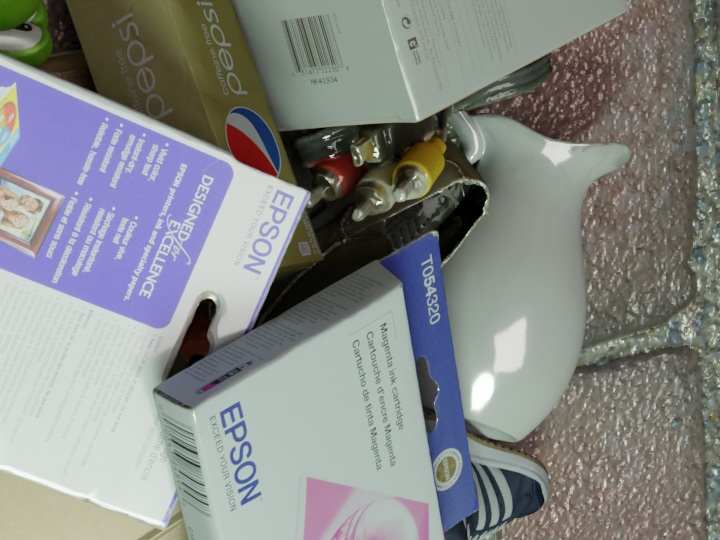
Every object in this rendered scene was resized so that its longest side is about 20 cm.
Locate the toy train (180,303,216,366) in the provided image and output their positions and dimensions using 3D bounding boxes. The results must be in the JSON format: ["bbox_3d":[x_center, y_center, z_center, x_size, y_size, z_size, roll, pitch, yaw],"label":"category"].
[{"bbox_3d":[-0.138,0.029,1.078,0.200,0.056,0.150,14,114,-28],"label":"toy train"}]

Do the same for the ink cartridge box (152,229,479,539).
[{"bbox_3d":[-0.006,0.106,1.016,0.200,0.043,0.197,-29,124,-30],"label":"ink cartridge box"}]

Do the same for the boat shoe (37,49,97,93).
[{"bbox_3d":[-0.192,-0.074,1.041,0.200,0.064,0.071,-19,110,-25],"label":"boat shoe"}]

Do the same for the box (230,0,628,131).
[{"bbox_3d":[0.041,-0.160,1.085,0.200,0.124,0.098,-30,110,-39],"label":"box"}]

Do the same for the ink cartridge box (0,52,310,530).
[{"bbox_3d":[-0.154,0.009,0.955,0.200,0.043,0.199,23,94,-18],"label":"ink cartridge box"}]

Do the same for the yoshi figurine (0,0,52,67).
[{"bbox_3d":[-0.247,-0.153,0.970,0.200,0.112,0.113,4,91,-31],"label":"yoshi figurine"}]

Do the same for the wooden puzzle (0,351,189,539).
[{"bbox_3d":[-0.171,0.100,1.008,0.185,0.037,0.200,-33,98,-8],"label":"wooden puzzle"}]

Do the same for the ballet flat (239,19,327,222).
[{"bbox_3d":[-0.071,-0.070,1.107,0.064,0.067,0.200,-31,111,-45],"label":"ballet flat"}]

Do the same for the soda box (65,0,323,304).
[{"bbox_3d":[-0.093,-0.085,1.027,0.064,0.068,0.200,-10,78,-57],"label":"soda box"}]

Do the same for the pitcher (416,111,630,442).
[{"bbox_3d":[0.068,-0.006,1.185,0.171,0.121,0.200,19,80,-12],"label":"pitcher"}]

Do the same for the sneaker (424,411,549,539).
[{"bbox_3d":[0.060,0.162,1.190,0.200,0.070,0.109,30,57,-55],"label":"sneaker"}]

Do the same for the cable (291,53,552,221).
[{"bbox_3d":[0.036,-0.083,1.098,0.200,0.097,0.050,-34,117,-47],"label":"cable"}]

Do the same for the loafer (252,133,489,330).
[{"bbox_3d":[0.000,0.000,1.088,0.200,0.070,0.075,-50,126,-10],"label":"loafer"}]
